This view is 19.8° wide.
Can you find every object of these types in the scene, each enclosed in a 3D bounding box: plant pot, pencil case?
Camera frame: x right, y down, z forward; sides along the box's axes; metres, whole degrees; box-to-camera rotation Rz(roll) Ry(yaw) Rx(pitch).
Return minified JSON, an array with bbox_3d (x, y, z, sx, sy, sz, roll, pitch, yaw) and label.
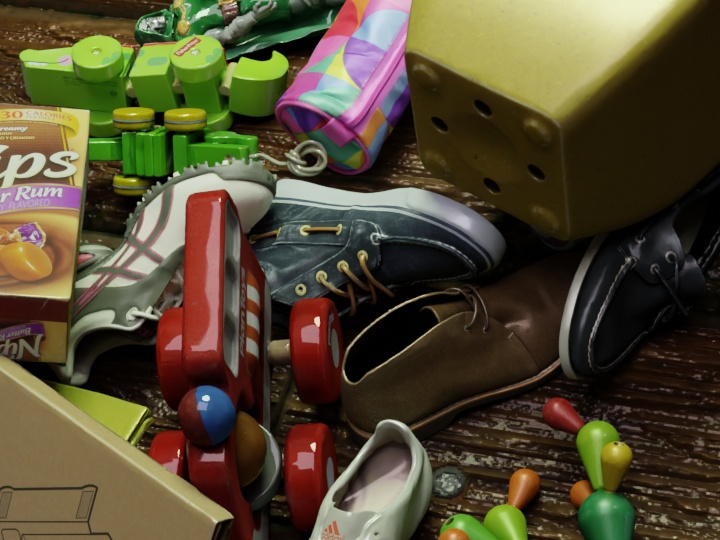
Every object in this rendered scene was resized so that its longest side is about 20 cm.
[{"bbox_3d":[0.130,-0.140,1.265,0.195,0.195,0.200,29,63,26],"label":"plant pot"},{"bbox_3d":[0.021,-0.165,1.446,0.088,0.089,0.201,23,71,27],"label":"pencil case"}]

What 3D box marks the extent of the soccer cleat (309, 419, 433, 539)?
[{"bbox_3d":[-0.010,0.180,1.209,0.069,0.078,0.201,10,57,20],"label":"soccer cleat"}]

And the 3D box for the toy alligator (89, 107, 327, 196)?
[{"bbox_3d":[-0.111,-0.084,1.453,0.198,0.060,0.054,3,13,15],"label":"toy alligator"}]

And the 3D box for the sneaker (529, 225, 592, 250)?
[{"bbox_3d":[0.129,-0.098,1.403,0.099,0.075,0.201,-18,56,-16],"label":"sneaker"}]

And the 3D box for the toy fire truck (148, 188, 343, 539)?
[{"bbox_3d":[-0.080,0.073,1.239,0.111,0.168,0.202,-4,65,10],"label":"toy fire truck"}]

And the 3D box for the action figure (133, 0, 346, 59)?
[{"bbox_3d":[-0.073,-0.201,1.532,0.198,0.055,0.119,-18,51,2],"label":"action figure"}]

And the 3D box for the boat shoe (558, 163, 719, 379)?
[{"bbox_3d":[0.194,-0.005,1.304,0.066,0.075,0.200,13,47,33],"label":"boat shoe"}]

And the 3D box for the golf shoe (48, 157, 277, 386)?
[{"bbox_3d":[-0.132,0.002,1.366,0.199,0.077,0.089,-32,57,16],"label":"golf shoe"}]

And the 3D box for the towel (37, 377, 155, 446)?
[{"bbox_3d":[-0.224,0.108,1.322,0.199,0.018,0.086,9,58,39],"label":"towel"}]

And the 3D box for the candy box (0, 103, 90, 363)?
[{"bbox_3d":[-0.236,-0.030,1.313,0.115,0.057,0.201,4,38,-6],"label":"candy box"}]

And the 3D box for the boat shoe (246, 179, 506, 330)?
[{"bbox_3d":[0.000,0.000,1.339,0.199,0.071,0.091,7,59,42],"label":"boat shoe"}]

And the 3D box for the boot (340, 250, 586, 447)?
[{"bbox_3d":[0.075,0.037,1.300,0.199,0.076,0.074,-31,50,-13],"label":"boot"}]

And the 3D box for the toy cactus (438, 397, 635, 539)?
[{"bbox_3d":[0.122,0.174,1.184,0.164,0.103,0.200,26,54,18],"label":"toy cactus"}]

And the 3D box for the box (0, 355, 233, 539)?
[{"bbox_3d":[-0.169,0.167,1.220,0.199,0.165,0.021,30,24,30],"label":"box"}]

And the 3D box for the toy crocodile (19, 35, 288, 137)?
[{"bbox_3d":[-0.150,-0.140,1.493,0.198,0.068,0.062,2,43,12],"label":"toy crocodile"}]
